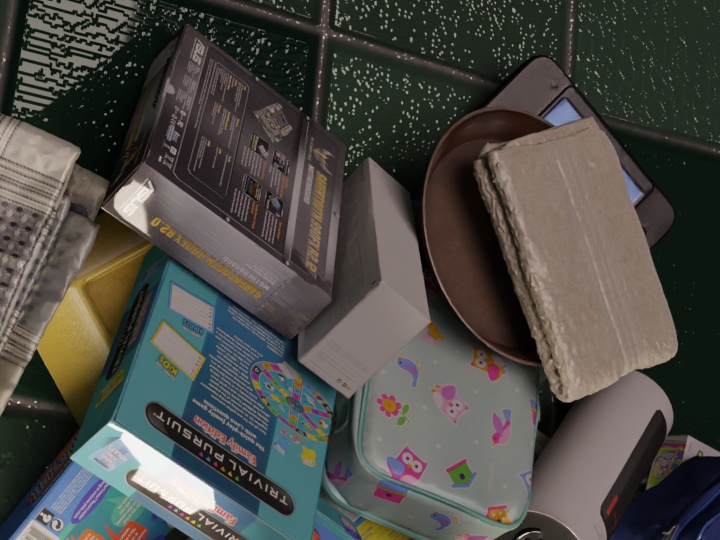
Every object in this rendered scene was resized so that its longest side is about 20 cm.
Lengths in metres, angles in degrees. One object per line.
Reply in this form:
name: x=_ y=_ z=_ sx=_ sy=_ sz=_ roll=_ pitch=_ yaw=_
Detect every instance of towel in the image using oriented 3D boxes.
towel: x=0.162 y=-0.011 z=1.037 sx=0.132 sy=0.034 sz=0.201 roll=-17 pitch=89 yaw=-37
towel: x=-0.281 y=-0.022 z=0.889 sx=0.199 sy=0.035 sz=0.193 roll=26 pitch=70 yaw=-11

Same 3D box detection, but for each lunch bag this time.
lunch bag: x=0.050 y=0.098 z=1.028 sx=0.160 sy=0.077 sz=0.201 roll=22 pitch=50 yaw=-16
lunch bag: x=0.293 y=0.232 z=1.096 sx=0.200 sy=0.132 sz=0.136 roll=-28 pitch=97 yaw=-38

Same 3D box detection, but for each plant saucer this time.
plant saucer: x=0.117 y=-0.024 z=1.048 sx=0.199 sy=0.034 sz=0.201 roll=11 pitch=70 yaw=-33
plant saucer: x=-0.122 y=0.040 z=0.988 sx=0.200 sy=0.048 sz=0.201 roll=-32 pitch=99 yaw=-31

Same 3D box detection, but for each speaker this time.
speaker: x=0.178 y=0.162 z=1.089 sx=0.081 sy=0.081 sz=0.200 roll=57 pitch=41 yaw=-11

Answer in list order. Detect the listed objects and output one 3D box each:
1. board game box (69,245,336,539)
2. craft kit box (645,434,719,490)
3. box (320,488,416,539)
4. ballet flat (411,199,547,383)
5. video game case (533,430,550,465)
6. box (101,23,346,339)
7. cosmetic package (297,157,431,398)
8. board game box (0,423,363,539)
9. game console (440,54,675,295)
board game box: x=-0.090 y=0.079 z=0.889 sx=0.151 sy=0.047 sz=0.200 roll=38 pitch=33 yaw=-20
craft kit box: x=0.322 y=0.274 z=1.220 sx=0.197 sy=0.048 sz=0.201 roll=26 pitch=70 yaw=-22
box: x=0.012 y=0.247 z=1.038 sx=0.117 sy=0.048 sz=0.201 roll=-34 pitch=98 yaw=-30
ballet flat: x=0.100 y=0.021 z=1.112 sx=0.200 sy=0.064 sz=0.067 roll=47 pitch=65 yaw=-17
video game case: x=0.133 y=0.209 z=1.094 sx=0.200 sy=0.023 sz=0.183 roll=35 pitch=47 yaw=-22
box: x=-0.087 y=-0.067 z=0.963 sx=0.158 sy=0.048 sz=0.200 roll=37 pitch=30 yaw=-22
cosmetic package: x=0.000 y=0.000 z=0.977 sx=0.051 sy=0.200 sz=0.083 roll=37 pitch=111 yaw=-19
board game box: x=-0.121 y=0.181 z=0.933 sx=0.200 sy=0.045 sz=0.152 roll=40 pitch=92 yaw=-18
game console: x=0.166 y=-0.050 z=1.124 sx=0.171 sy=0.118 sz=0.200 roll=-44 pitch=107 yaw=-4
